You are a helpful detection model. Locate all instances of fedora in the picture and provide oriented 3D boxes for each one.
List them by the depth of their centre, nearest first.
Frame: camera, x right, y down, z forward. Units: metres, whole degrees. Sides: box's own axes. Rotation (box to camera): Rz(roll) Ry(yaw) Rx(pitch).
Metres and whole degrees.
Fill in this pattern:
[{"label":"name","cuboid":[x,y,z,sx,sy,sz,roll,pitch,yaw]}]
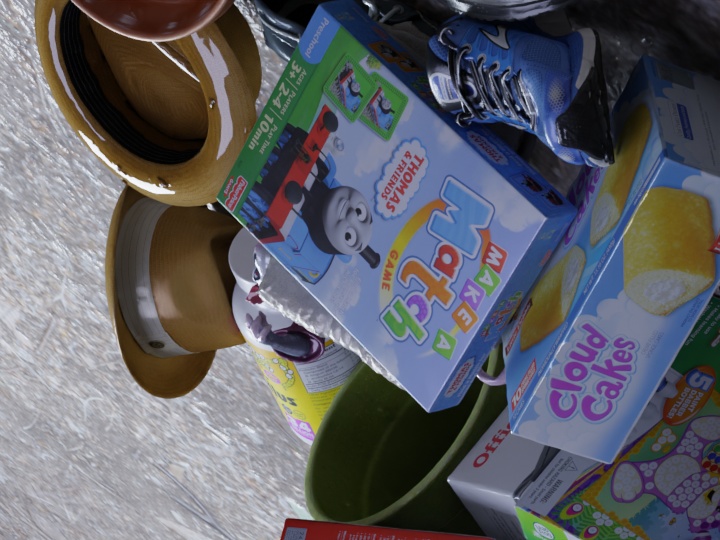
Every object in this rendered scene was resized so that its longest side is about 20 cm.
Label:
[{"label":"fedora","cuboid":[-0.132,-0.145,1.874,0.201,0.082,0.201,22,129,30]},{"label":"fedora","cuboid":[-0.126,0.006,2.127,0.082,0.201,0.201,-1,140,23]}]

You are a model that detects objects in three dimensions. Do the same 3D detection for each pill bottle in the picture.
[{"label":"pill bottle","cuboid":[-0.036,0.044,2.103,0.104,0.104,0.200,25,153,36]}]

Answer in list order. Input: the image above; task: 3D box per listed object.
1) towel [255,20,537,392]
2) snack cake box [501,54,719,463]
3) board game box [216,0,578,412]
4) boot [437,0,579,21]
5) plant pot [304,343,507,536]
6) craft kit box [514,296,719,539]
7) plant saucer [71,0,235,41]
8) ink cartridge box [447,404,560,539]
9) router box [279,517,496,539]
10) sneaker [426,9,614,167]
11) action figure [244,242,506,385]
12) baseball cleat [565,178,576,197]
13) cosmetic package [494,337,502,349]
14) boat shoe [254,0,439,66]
[{"label":"towel","cuboid":[0.024,-0.042,1.656,0.132,0.200,0.034,31,-166,28]},{"label":"snack cake box","cuboid":[0.150,-0.005,1.536,0.067,0.115,0.200,18,121,-14]},{"label":"board game box","cuboid":[0.017,-0.039,1.603,0.200,0.037,0.151,44,122,24]},{"label":"boot","cuboid":[0.044,-0.216,1.528,0.200,0.068,0.131,16,139,41]},{"label":"plant pot","cuboid":[0.093,0.156,2.023,0.190,0.200,0.200,39,162,-25]},{"label":"craft kit box","cuboid":[0.231,0.125,1.676,0.197,0.200,0.049,27,153,32]},{"label":"plant saucer","cuboid":[-0.143,-0.245,1.734,0.200,0.032,0.200,21,125,33]},{"label":"ink cartridge box","cuboid":[0.179,0.133,1.853,0.200,0.145,0.084,9,142,54]},{"label":"router box","cuboid":[0.065,0.236,1.951,0.179,0.049,0.200,2,159,35]},{"label":"sneaker","cuboid":[0.086,-0.101,1.527,0.200,0.089,0.079,-121,19,-69]},{"label":"action figure","cuboid":[0.000,0.000,1.774,0.149,0.134,0.200,20,166,-32]},{"label":"baseball cleat","cuboid":[0.188,-0.001,1.635,0.070,0.106,0.200,40,168,-36]},{"label":"cosmetic package","cuboid":[0.043,-0.049,1.817,0.107,0.090,0.200,18,146,39]},{"label":"boat shoe","cuboid":[0.003,-0.144,1.720,0.200,0.073,0.062,26,158,46]}]
